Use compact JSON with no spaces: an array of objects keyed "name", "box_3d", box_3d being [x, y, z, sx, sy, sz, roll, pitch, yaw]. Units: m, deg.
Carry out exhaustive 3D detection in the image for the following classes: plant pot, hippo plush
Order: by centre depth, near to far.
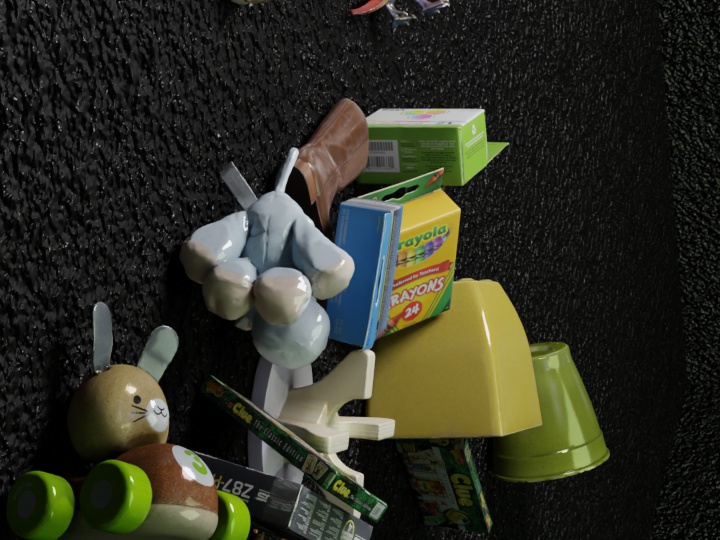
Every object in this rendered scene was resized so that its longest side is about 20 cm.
[{"name":"hippo plush","box_3d":[-0.102,0.015,1.382,0.162,0.157,0.201,95,-26,-47]},{"name":"plant pot","box_3d":[0.122,0.115,1.823,0.194,0.193,0.203,3,84,-67]},{"name":"plant pot","box_3d":[0.299,0.226,2.275,0.200,0.198,0.196,-22,102,-64]}]

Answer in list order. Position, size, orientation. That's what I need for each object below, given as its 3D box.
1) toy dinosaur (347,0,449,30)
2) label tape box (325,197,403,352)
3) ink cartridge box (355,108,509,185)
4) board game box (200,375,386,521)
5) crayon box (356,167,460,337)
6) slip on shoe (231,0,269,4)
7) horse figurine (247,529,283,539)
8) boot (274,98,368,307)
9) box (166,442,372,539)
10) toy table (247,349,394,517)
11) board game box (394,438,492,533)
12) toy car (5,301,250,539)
[{"name":"toy dinosaur","box_3d":[0.058,-0.407,1.714,0.199,0.104,0.184,-2,75,-55]},{"name":"label tape box","box_3d":[0.000,0.000,1.464,0.200,0.065,0.146,-32,131,-81]},{"name":"ink cartridge box","box_3d":[0.093,-0.171,1.748,0.200,0.146,0.077,-42,130,-59]},{"name":"board game box","box_3d":[-0.068,0.175,1.355,0.024,0.199,0.105,-52,141,-7]},{"name":"crayon box","box_3d":[0.053,-0.017,1.664,0.126,0.051,0.202,-21,137,-23]},{"name":"slip on shoe","box_3d":[-0.115,-0.357,1.337,0.076,0.060,0.202,-55,142,-50]},{"name":"horse figurine","box_3d":[-0.077,0.347,1.528,0.199,0.049,0.134,34,61,-47]},{"name":"boot","box_3d":[-0.032,-0.081,1.588,0.200,0.063,0.189,-56,146,-57]},{"name":"box","box_3d":[-0.093,0.232,1.358,0.200,0.159,0.050,47,58,-61]},{"name":"toy table","box_3d":[-0.047,0.173,1.516,0.183,0.115,0.203,-25,118,-64]},{"name":"board game box","box_3d":[0.120,0.302,1.942,0.201,0.103,0.024,70,29,-42]},{"name":"toy car","box_3d":[-0.189,0.133,1.157,0.164,0.156,0.203,30,55,-53]}]
